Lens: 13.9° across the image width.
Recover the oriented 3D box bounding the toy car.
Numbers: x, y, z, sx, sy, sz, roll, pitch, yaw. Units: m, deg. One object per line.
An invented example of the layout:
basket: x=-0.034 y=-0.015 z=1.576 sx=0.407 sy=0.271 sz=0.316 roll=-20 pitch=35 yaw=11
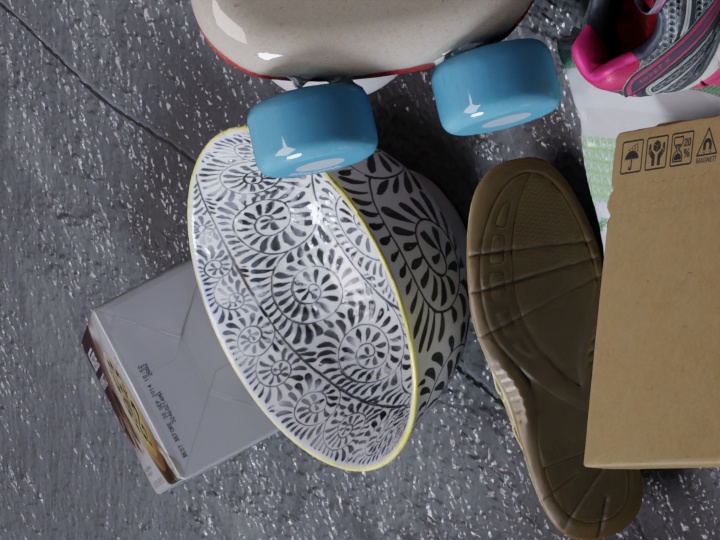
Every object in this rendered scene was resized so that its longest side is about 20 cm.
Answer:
toy car: x=0.004 y=-0.142 z=1.498 sx=0.200 sy=0.177 sz=0.184 roll=87 pitch=170 yaw=-84

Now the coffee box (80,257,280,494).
coffee box: x=-0.107 y=0.065 z=1.776 sx=0.113 sy=0.080 sz=0.200 roll=62 pitch=170 yaw=2

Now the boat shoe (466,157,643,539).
boat shoe: x=0.095 y=0.039 z=1.526 sx=0.066 sy=0.074 sz=0.200 roll=-130 pitch=29 yaw=-82

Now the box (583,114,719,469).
box: x=0.173 y=0.008 z=1.309 sx=0.200 sy=0.021 sz=0.164 roll=-7 pitch=74 yaw=56

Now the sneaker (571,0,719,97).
sneaker: x=0.148 y=-0.164 z=1.288 sx=0.081 sy=0.075 sz=0.200 roll=36 pitch=127 yaw=41

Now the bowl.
bowl: x=0.000 y=0.000 z=1.618 sx=0.201 sy=0.094 sz=0.201 roll=34 pitch=137 yaw=39

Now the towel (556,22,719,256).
towel: x=0.163 y=-0.018 z=1.425 sx=0.149 sy=0.031 sz=0.200 roll=17 pitch=125 yaw=52
